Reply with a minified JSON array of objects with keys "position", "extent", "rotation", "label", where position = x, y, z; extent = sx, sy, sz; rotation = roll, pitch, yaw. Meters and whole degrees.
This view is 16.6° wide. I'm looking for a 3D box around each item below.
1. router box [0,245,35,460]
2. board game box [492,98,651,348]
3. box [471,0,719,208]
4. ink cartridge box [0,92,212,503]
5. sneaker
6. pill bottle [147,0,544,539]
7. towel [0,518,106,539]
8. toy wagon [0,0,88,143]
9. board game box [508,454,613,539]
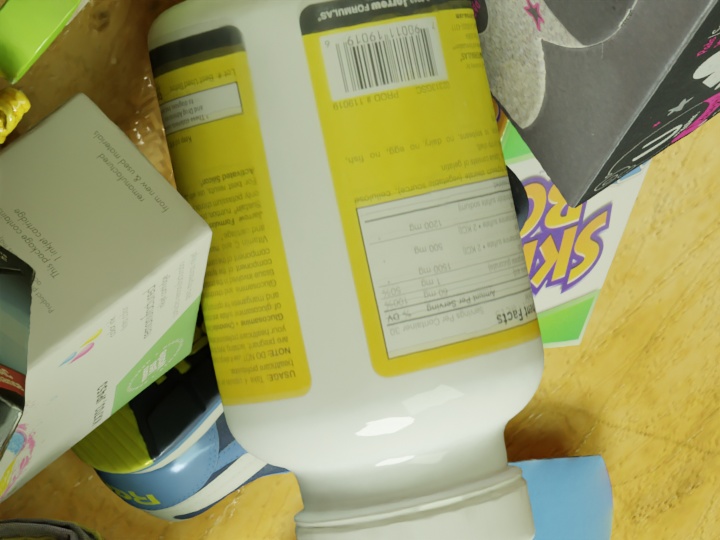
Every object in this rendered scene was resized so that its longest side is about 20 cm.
[{"position":[-0.179,-0.013,0.629],"extent":[0.200,0.150,0.062],"rotation":[35,96,-14],"label":"router box"},{"position":[0.078,-0.041,1.013],"extent":[0.095,0.030,0.201],"rotation":[-4,126,-40],"label":"board game box"},{"position":[0.097,-0.131,0.816],"extent":[0.115,0.132,0.200],"rotation":[-32,169,-20],"label":"box"},{"position":[-0.145,0.045,0.787],"extent":[0.200,0.067,0.117],"rotation":[-39,168,-19],"label":"ink cartridge box"},{"position":[-0.022,0.022,0.939],"extent":[0.200,0.074,0.082],"rotation":[-33,144,-11],"label":"sneaker"},{"position":[0.000,0.000,0.836],"extent":[0.112,0.112,0.201],"rotation":[-13,92,-36],"label":"pill bottle"},{"position":[-0.109,0.138,0.914],"extent":[0.200,0.143,0.023],"rotation":[48,46,-49],"label":"towel"},{"position":[-0.057,-0.125,0.727],"extent":[0.040,0.155,0.200],"rotation":[40,78,-7],"label":"toy wagon"},{"position":[0.033,0.147,1.114],"extent":[0.200,0.039,0.159],"rotation":[0,116,-48],"label":"board game box"}]
